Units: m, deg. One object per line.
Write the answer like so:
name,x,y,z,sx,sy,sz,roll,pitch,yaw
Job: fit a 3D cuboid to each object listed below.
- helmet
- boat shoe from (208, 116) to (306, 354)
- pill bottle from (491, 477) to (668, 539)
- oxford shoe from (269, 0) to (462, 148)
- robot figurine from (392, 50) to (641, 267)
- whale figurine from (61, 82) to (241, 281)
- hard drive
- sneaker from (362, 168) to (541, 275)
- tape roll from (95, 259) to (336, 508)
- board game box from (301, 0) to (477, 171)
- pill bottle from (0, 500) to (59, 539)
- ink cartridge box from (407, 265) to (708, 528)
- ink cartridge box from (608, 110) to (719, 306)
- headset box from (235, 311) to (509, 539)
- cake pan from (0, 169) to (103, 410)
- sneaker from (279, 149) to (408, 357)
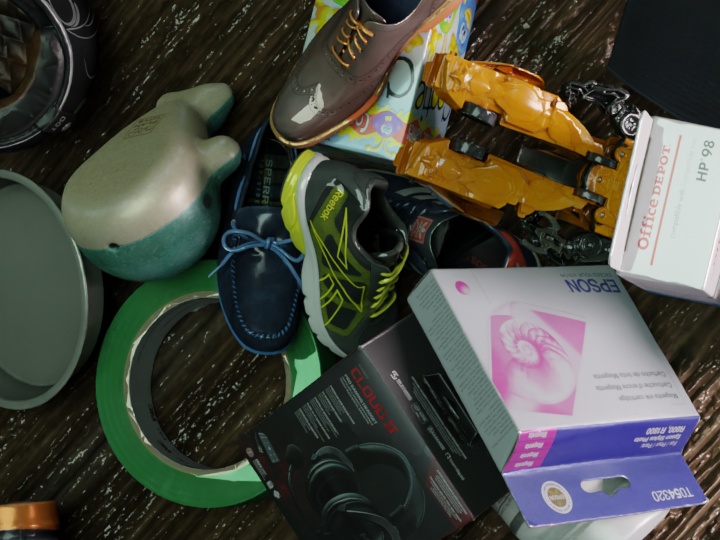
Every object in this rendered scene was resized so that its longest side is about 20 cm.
helmet,-0.314,-0.196,1.577,0.198,0.191,0.202,-3,109,-8
boat shoe,-0.082,-0.033,1.510,0.083,0.069,0.202,0,61,-13
pill bottle,0.135,0.135,1.441,0.114,0.114,0.200,-44,74,9
oxford shoe,-0.003,-0.176,1.426,0.071,0.073,0.200,44,98,16
robot figurine,0.132,-0.088,1.452,0.198,0.058,0.146,20,90,-20
whale figurine,-0.157,-0.071,1.542,0.158,0.201,0.104,-11,124,28
hard drive,0.282,-0.158,1.423,0.199,0.042,0.136,31,131,21
sneaker,0.046,-0.032,1.500,0.198,0.084,0.076,20,91,19
tape roll,-0.118,0.093,1.560,0.198,0.048,0.203,-2,84,18
board game box,0.023,-0.186,1.512,0.104,0.103,0.202,13,89,19
pill bottle,-0.277,0.292,1.563,0.105,0.106,0.202,-8,82,17
ink cartridge box,0.154,0.084,1.380,0.043,0.195,0.201,-52,54,36
ink cartridge box,0.237,-0.041,1.378,0.066,0.200,0.117,12,89,18
headset box,0.019,0.136,1.410,0.149,0.077,0.200,56,136,4
cake pan,-0.287,0.015,1.593,0.199,0.037,0.202,7,101,38
sneaker,0.000,0.000,1.464,0.084,0.201,0.075,11,49,35
